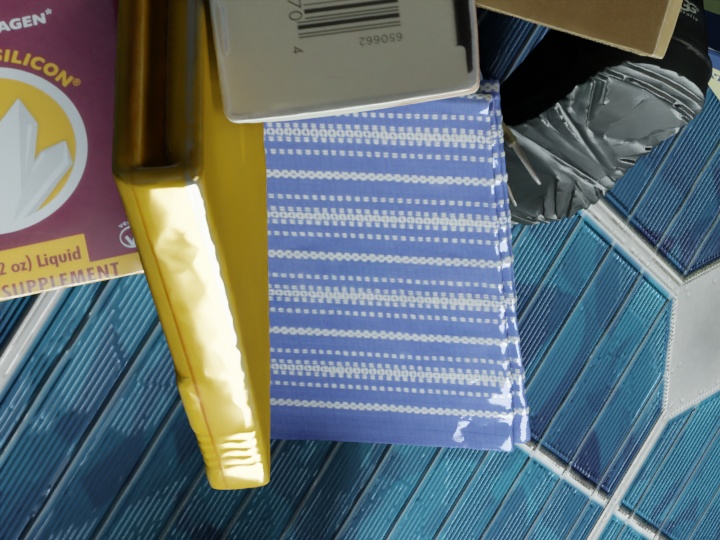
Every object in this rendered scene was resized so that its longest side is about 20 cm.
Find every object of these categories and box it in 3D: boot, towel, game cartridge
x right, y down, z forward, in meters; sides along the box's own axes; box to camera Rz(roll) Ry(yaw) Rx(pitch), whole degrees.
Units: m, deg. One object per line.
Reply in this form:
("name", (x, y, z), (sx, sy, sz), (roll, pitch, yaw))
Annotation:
("boot", (0.114, -0.124, 1.012), (0.073, 0.198, 0.163), (26, 59, -19))
("towel", (0.000, 0.000, 0.948), (0.024, 0.144, 0.201), (-73, 160, -51))
("game cartridge", (-0.057, -0.044, 0.772), (0.032, 0.177, 0.200), (-3, 145, 1))

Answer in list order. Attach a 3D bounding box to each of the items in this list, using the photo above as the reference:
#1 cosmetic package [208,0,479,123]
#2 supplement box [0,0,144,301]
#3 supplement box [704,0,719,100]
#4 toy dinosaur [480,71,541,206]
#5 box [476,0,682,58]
("cosmetic package", (-0.002, -0.108, 0.771), (0.200, 0.087, 0.104), (-67, 150, -84))
("supplement box", (-0.138, -0.092, 0.733), (0.110, 0.086, 0.201), (-12, 126, -7))
("supplement box", (0.313, -0.142, 1.194), (0.200, 0.134, 0.200), (-56, 141, -7))
("toy dinosaur", (0.011, -0.119, 0.954), (0.181, 0.105, 0.200), (-38, 100, -10))
("box", (0.079, -0.202, 0.864), (0.021, 0.163, 0.201), (3, 105, -64))
